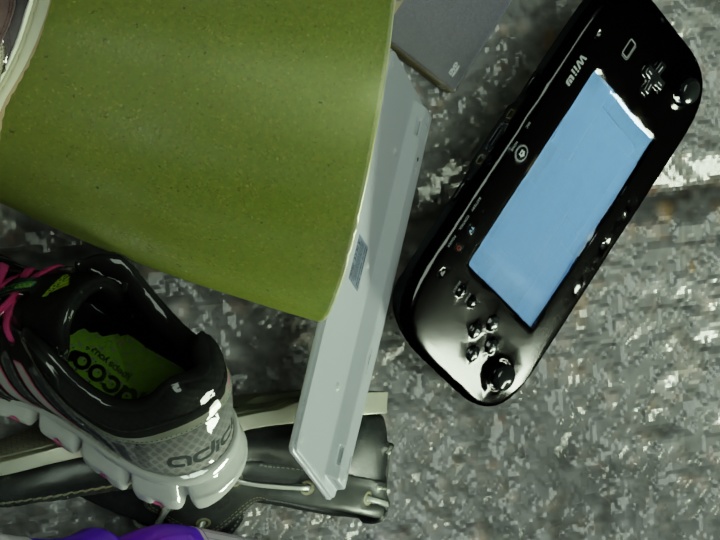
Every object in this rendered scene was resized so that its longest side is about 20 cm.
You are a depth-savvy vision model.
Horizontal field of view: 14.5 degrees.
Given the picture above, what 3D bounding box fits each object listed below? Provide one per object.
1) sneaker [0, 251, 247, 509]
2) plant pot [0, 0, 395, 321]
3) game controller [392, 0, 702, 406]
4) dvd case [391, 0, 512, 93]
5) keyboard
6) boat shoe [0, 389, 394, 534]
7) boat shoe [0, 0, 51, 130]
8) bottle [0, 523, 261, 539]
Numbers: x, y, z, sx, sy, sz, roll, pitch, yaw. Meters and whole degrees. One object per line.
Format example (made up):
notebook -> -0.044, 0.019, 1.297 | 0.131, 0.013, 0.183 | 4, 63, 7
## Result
sneaker -> -0.134, 0.022, 1.186 | 0.199, 0.088, 0.074 | 28, 53, 12
plant pot -> -0.098, -0.087, 1.196 | 0.198, 0.187, 0.189 | 9, 91, -6
game controller -> 0.089, -0.035, 1.322 | 0.201, 0.042, 0.104 | -57, 145, -10
dvd case -> 0.006, -0.200, 1.302 | 0.200, 0.016, 0.149 | 36, 81, -21
keyboard -> 0.000, 0.000, 1.264 | 0.056, 0.011, 0.201 | 50, 46, -53
boat shoe -> -0.077, 0.092, 1.261 | 0.199, 0.072, 0.068 | -4, 95, -25
boat shoe -> -0.170, -0.090, 1.095 | 0.071, 0.065, 0.201 | 12, 86, 21
bottle -> -0.081, 0.153, 1.237 | 0.199, 0.065, 0.084 | 15, 118, -39
